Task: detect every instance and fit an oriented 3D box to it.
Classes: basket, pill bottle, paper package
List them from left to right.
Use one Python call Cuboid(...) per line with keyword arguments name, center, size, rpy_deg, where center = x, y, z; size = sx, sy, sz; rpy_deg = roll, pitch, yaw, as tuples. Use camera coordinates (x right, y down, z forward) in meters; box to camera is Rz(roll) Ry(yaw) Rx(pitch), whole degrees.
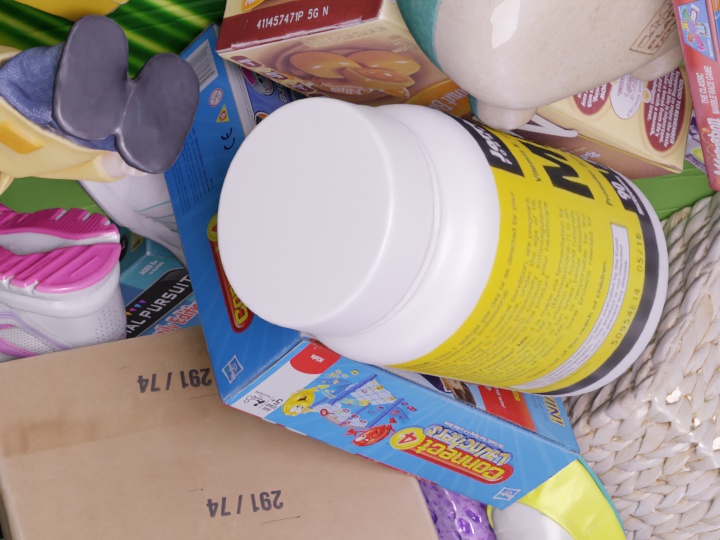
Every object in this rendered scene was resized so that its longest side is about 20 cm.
Cuboid(name="paper package", center=(-0.074, 0.125, 1.136), size=(0.199, 0.191, 0.104), rpy_deg=(-12, 143, -12))
Cuboid(name="pill bottle", center=(0.038, -0.010, 1.003), size=(0.114, 0.115, 0.200), rpy_deg=(-17, 162, 35))
Cuboid(name="basket", center=(0.185, 0.085, 1.257), size=(0.161, 0.200, 0.198), rpy_deg=(42, 143, -12))

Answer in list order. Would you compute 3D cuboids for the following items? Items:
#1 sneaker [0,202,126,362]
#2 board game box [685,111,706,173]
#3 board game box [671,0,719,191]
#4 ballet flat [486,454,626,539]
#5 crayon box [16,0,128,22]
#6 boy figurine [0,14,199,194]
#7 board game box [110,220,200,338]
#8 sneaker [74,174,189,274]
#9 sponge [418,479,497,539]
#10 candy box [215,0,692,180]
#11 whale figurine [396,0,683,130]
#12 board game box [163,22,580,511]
Cuboid(name="sneaker", center=(-0.199, 0.006, 1.208), size=(0.200, 0.081, 0.088), rpy_deg=(22, 137, 39))
Cuboid(name="board game box", center=(0.259, -0.044, 1.142), size=(0.200, 0.032, 0.120), rpy_deg=(33, 143, -13))
Cuboid(name="board game box", center=(0.160, -0.121, 0.970), size=(0.019, 0.103, 0.200), rpy_deg=(12, 159, 19))
Cuboid(name="ballet flat", center=(0.112, 0.163, 1.185), size=(0.067, 0.067, 0.200), rpy_deg=(-8, 122, 48))
Cuboid(name="crayon box", center=(-0.113, -0.175, 0.927), size=(0.127, 0.051, 0.200), rpy_deg=(18, 150, -33))
Cuboid(name="boy figurine", center=(-0.162, -0.071, 1.073), size=(0.124, 0.065, 0.200), rpy_deg=(28, 158, -33))
Cuboid(name="board game box", center=(-0.067, 0.020, 1.359), size=(0.200, 0.047, 0.151), rpy_deg=(14, 153, -26))
Cuboid(name="sneaker", center=(-0.091, -0.047, 1.203), size=(0.080, 0.070, 0.200), rpy_deg=(-45, 126, 6))
Cuboid(name="sponge", center=(0.021, 0.101, 1.249), size=(0.030, 0.200, 0.112), rpy_deg=(-26, -179, -29))
Cuboid(name="candy box", center=(0.047, -0.096, 1.064), size=(0.200, 0.055, 0.115), rpy_deg=(23, 162, -38))
Cuboid(name="whale figurine", center=(0.088, -0.135, 0.967), size=(0.159, 0.104, 0.200), rpy_deg=(-55, 154, 18))
Cuboid(name="board game box", center=(0.000, 0.000, 1.122), size=(0.056, 0.200, 0.196), rpy_deg=(-39, 137, 26))
